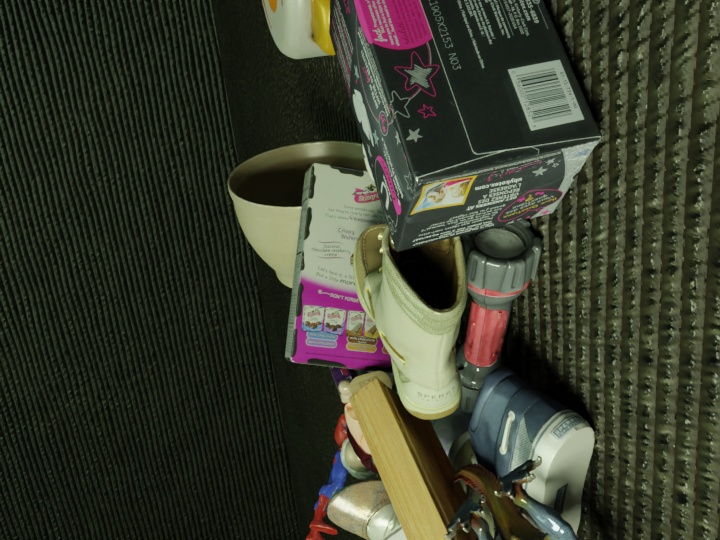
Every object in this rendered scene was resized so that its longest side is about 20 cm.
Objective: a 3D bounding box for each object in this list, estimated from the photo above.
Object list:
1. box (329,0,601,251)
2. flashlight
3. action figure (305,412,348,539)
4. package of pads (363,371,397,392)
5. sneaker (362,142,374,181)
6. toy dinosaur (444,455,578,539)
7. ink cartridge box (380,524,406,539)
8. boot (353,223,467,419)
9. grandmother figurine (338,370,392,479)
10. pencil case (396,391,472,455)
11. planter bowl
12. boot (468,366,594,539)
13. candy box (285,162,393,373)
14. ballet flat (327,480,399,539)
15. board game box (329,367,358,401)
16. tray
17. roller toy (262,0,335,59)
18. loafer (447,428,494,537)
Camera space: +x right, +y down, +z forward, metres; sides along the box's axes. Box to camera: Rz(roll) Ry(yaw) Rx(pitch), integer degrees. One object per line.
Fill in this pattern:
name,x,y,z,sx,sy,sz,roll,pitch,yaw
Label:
box,0.063,-0.136,0.574,0.115,0.131,0.202,102,153,-69
flashlight,0.107,0.045,0.695,0.201,0.067,0.068,92,158,-43
action figure,-0.001,0.260,1.046,0.066,0.098,0.201,108,177,-47
package of pads,0.025,0.068,1.051,0.201,0.075,0.121,-115,20,-45
sneaker,0.064,-0.078,0.781,0.089,0.078,0.202,-9,101,70
toy dinosaur,0.156,0.218,0.564,0.182,0.105,0.200,48,-170,-2
ink cartridge box,0.099,0.341,0.804,0.145,0.083,0.201,52,169,39
boot,0.039,0.001,0.672,0.156,0.071,0.201,86,169,-50
grandmother figurine,0.007,0.174,0.868,0.201,0.060,0.122,99,152,-58
pencil case,0.083,0.172,0.878,0.200,0.090,0.084,160,120,-76
planter bowl,-0.054,-0.060,0.995,0.201,0.198,0.136,-124,25,-58
boot,0.131,0.178,0.672,0.090,0.072,0.202,39,133,43
candy box,0.000,0.000,0.841,0.061,0.135,0.203,172,106,-77
ballet flat,0.058,0.273,0.886,0.067,0.198,0.069,43,115,55
board game box,0.034,0.210,1.037,0.201,0.032,0.120,53,-173,-26
tray,0.060,0.189,0.665,0.099,0.037,0.201,43,-165,-44
roller toy,-0.040,-0.314,0.834,0.182,0.138,0.202,-168,67,-77
loafer,0.131,0.216,0.759,0.070,0.075,0.201,-126,17,-48
